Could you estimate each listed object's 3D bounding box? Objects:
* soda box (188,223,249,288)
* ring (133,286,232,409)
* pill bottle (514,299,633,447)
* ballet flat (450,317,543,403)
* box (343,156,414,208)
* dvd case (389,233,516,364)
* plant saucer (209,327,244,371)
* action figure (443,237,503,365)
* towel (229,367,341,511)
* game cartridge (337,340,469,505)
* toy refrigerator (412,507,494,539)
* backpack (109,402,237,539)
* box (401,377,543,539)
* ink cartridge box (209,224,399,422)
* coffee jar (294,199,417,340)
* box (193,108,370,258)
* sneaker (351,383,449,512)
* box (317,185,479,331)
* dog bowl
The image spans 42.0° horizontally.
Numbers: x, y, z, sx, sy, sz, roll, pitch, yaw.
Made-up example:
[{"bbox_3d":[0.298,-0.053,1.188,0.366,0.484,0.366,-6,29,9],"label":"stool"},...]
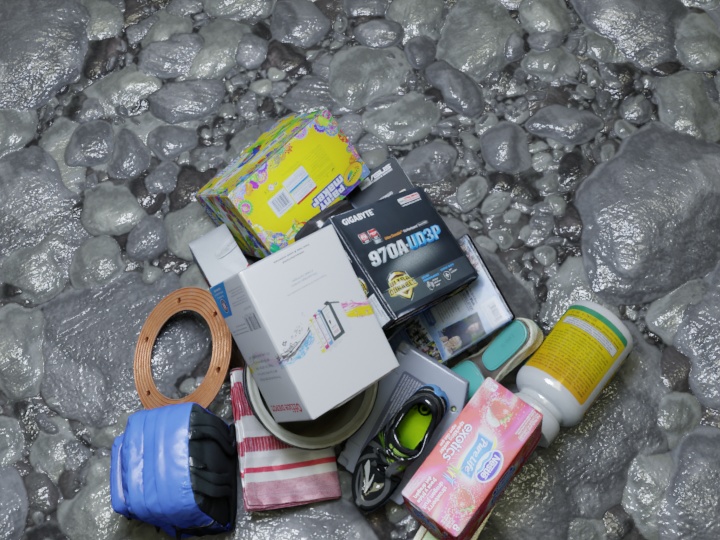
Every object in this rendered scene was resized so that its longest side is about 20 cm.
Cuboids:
[{"bbox_3d":[-0.183,0.034,1.405,0.067,0.064,0.202,-28,69,-11],"label":"soda box"},{"bbox_3d":[-0.261,0.125,1.385,0.197,0.019,0.205,-11,71,32],"label":"ring"},{"bbox_3d":[0.295,0.151,1.353,0.112,0.113,0.200,37,72,16],"label":"pill bottle"},{"bbox_3d":[0.189,0.147,1.369,0.199,0.062,0.068,-41,55,23],"label":"ballet flat"},{"bbox_3d":[0.010,-0.055,1.424,0.198,0.044,0.162,-32,60,5],"label":"box"},{"bbox_3d":[0.107,0.059,1.362,0.198,0.018,0.144,-33,70,13],"label":"dvd case"},{"bbox_3d":[-0.130,0.083,1.436,0.196,0.037,0.204,0,67,1],"label":"plant saucer"},{"bbox_3d":[0.102,0.058,1.426,0.199,0.104,0.195,-37,61,9],"label":"action figure"},{"bbox_3d":[-0.108,0.233,1.341,0.141,0.023,0.204,-4,76,-19],"label":"towel"},{"bbox_3d":[0.067,0.220,1.330,0.132,0.041,0.202,31,97,17],"label":"game cartridge"},{"bbox_3d":[0.149,0.320,1.306,0.075,0.070,0.201,30,70,14],"label":"toy refrigerator"},{"bbox_3d":[-0.255,0.276,1.265,0.164,0.201,0.165,-11,66,1],"label":"backpack"},{"bbox_3d":[0.150,0.258,1.244,0.095,0.100,0.201,33,71,23],"label":"box"},{"bbox_3d":[-0.074,0.073,1.205,0.143,0.147,0.203,-28,94,-26],"label":"ink cartridge box"},{"bbox_3d":[0.000,0.000,1.315,0.201,0.085,0.104,50,43,4],"label":"coffee jar"},{"bbox_3d":[-0.123,-0.132,1.429,0.200,0.192,0.123,-43,111,-15],"label":"box"},{"bbox_3d":[0.046,0.241,1.276,0.070,0.083,0.201,37,101,12],"label":"sneaker"},{"bbox_3d":[0.053,-0.019,1.274,0.198,0.046,0.160,-22,75,-45],"label":"box"},{"bbox_3d":[-0.077,0.148,1.313,0.197,0.074,0.204,4,79,-24],"label":"dog bowl"}]
